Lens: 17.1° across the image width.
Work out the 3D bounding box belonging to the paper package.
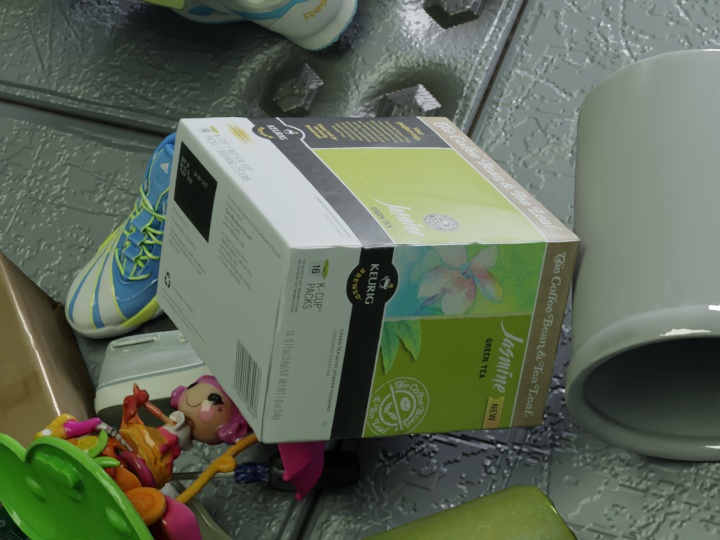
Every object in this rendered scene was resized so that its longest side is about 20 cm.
[{"bbox_3d":[-0.288,0.113,1.662,0.199,0.104,0.191,-30,57,6],"label":"paper package"}]

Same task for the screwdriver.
[{"bbox_3d":[-0.099,0.136,1.565,0.199,0.028,0.029,-5,31,-6],"label":"screwdriver"}]

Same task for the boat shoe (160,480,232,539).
[{"bbox_3d":[-0.103,0.215,1.555,0.072,0.068,0.200,-17,50,-36],"label":"boat shoe"}]

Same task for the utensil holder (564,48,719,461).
[{"bbox_3d":[0.210,-0.010,1.461,0.169,0.170,0.201,-8,59,21],"label":"utensil holder"}]

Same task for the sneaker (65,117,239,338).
[{"bbox_3d":[-0.142,-0.040,1.675,0.200,0.105,0.076,-40,55,0],"label":"sneaker"}]

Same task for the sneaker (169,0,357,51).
[{"bbox_3d":[-0.093,-0.224,1.762,0.199,0.081,0.077,18,73,41],"label":"sneaker"}]

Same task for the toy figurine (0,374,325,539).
[{"bbox_3d":[-0.111,0.118,1.517,0.184,0.151,0.199,-32,37,-29],"label":"toy figurine"}]

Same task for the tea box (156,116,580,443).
[{"bbox_3d":[0.000,0.000,1.484,0.195,0.134,0.200,-2,26,-23],"label":"tea box"}]

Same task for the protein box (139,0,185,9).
[{"bbox_3d":[-0.185,-0.310,1.715,0.200,0.134,0.200,-139,63,-68],"label":"protein box"}]

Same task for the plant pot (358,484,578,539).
[{"bbox_3d":[0.049,0.222,1.407,0.183,0.201,0.201,-25,55,-9],"label":"plant pot"}]

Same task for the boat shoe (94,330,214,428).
[{"bbox_3d":[-0.091,0.056,1.622,0.200,0.070,0.072,-12,63,22],"label":"boat shoe"}]
